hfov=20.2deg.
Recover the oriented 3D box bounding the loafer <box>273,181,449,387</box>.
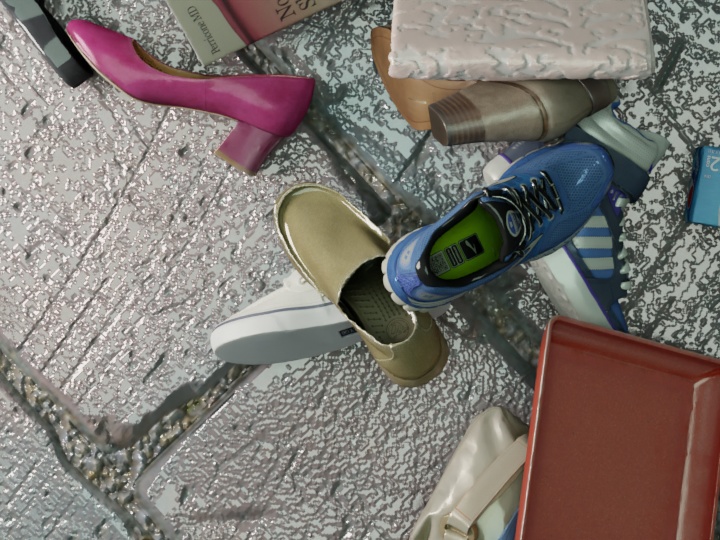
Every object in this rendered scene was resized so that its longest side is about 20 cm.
[{"bbox_3d":[0.000,0.000,1.587,0.076,0.067,0.200,-38,68,-9],"label":"loafer"}]

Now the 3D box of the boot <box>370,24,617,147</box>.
[{"bbox_3d":[0.107,-0.156,1.602,0.145,0.200,0.071,-17,129,-13],"label":"boot"}]

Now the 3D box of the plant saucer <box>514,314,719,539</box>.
[{"bbox_3d":[0.201,0.152,1.594,0.199,0.037,0.201,15,78,-34],"label":"plant saucer"}]

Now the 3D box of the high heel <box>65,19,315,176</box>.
[{"bbox_3d":[-0.137,-0.169,1.646,0.200,0.067,0.096,33,104,-13],"label":"high heel"}]

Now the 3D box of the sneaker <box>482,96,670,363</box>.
[{"bbox_3d":[0.204,-0.042,1.624,0.146,0.081,0.201,-33,100,-6],"label":"sneaker"}]

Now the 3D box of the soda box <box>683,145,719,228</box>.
[{"bbox_3d":[0.363,-0.053,1.618,0.199,0.068,0.065,9,92,3],"label":"soda box"}]

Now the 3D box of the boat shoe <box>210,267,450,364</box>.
[{"bbox_3d":[-0.029,0.021,1.653,0.199,0.071,0.070,-16,64,8],"label":"boat shoe"}]

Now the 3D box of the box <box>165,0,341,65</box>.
[{"bbox_3d":[-0.071,-0.273,1.591,0.199,0.128,0.109,-26,49,4],"label":"box"}]

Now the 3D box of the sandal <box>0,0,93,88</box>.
[{"bbox_3d":[-0.279,-0.241,1.654,0.043,0.076,0.200,-37,100,6],"label":"sandal"}]

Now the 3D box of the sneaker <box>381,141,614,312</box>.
[{"bbox_3d":[0.114,-0.033,1.521,0.200,0.089,0.079,-34,95,-15],"label":"sneaker"}]

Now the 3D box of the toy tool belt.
[{"bbox_3d":[0.106,0.217,1.615,0.122,0.125,0.201,29,84,4],"label":"toy tool belt"}]

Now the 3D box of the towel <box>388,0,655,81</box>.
[{"bbox_3d":[0.123,-0.204,1.581,0.199,0.191,0.032,-1,127,3],"label":"towel"}]
